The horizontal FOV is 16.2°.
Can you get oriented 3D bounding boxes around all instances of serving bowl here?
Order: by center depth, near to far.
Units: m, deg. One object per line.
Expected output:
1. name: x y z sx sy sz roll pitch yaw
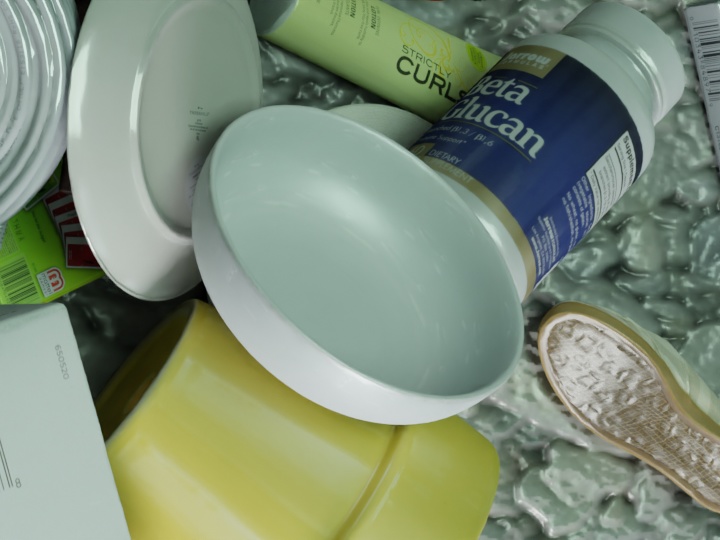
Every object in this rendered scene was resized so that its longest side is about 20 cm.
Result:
1. serving bowl: -0.011 0.007 1.354 0.200 0.066 0.200 25 38 -22

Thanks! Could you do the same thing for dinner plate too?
1. dinner plate: -0.095 -0.082 1.349 0.200 0.024 0.200 -25 118 -60

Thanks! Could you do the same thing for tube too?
1. tube: 0.023 -0.131 1.540 0.200 0.052 0.058 24 96 -36

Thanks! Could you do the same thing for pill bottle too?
1. pill bottle: 0.105 -0.071 1.512 0.200 0.111 0.111 -45 113 -29

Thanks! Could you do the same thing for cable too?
1. cable: -0.242 -0.104 1.289 0.200 0.069 0.200 29 99 -8

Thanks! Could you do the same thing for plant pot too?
1. plant pot: -0.056 0.121 1.395 0.189 0.201 0.201 39 66 -12

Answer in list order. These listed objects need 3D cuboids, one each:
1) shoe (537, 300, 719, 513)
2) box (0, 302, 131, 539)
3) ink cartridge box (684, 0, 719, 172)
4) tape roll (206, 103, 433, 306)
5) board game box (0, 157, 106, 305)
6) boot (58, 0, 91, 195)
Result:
1. shoe: 0.187 0.084 1.648 0.200 0.070 0.053 42 23 -22
2. box: -0.237 0.138 1.292 0.199 0.131 0.200 -21 100 -34
3. ink cartridge box: 0.327 -0.110 1.758 0.200 0.041 0.200 -20 99 -34
4. tape roll: 0.000 0.000 1.525 0.203 0.037 0.203 2 86 -35
5. board game box: -0.199 -0.081 1.379 0.102 0.048 0.200 -27 104 -34
6. boot: -0.109 -0.122 1.416 0.200 0.072 0.166 -5 96 -59
